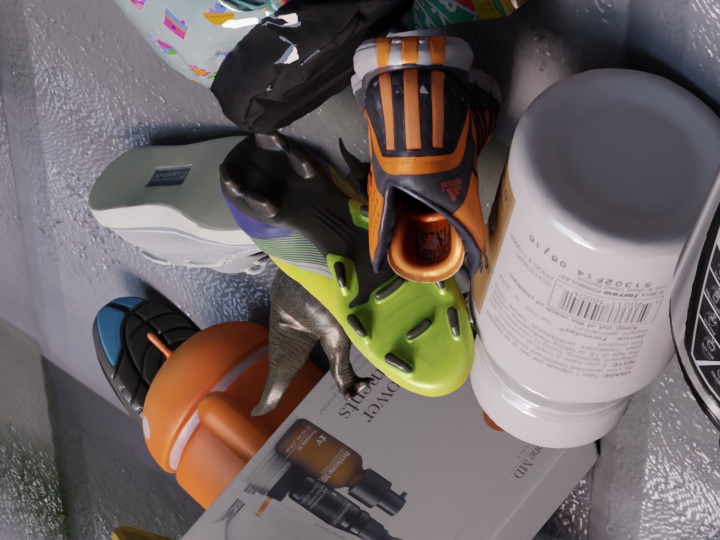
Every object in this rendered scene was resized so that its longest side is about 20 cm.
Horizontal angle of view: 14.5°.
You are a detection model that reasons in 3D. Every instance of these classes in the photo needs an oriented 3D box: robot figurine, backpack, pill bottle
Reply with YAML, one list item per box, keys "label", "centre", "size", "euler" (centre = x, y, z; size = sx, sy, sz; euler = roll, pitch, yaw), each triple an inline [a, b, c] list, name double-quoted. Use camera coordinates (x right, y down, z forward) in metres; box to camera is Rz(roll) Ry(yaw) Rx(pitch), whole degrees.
- label: "robot figurine"
  centre: [-0.055, 0.112, 1.777]
  size: [0.200, 0.144, 0.117]
  euler: [40, 127, 14]
- label: "backpack"
  centre: [-0.072, -0.178, 1.420]
  size: [0.200, 0.126, 0.167]
  euler: [55, 152, 5]
- label: "pill bottle"
  centre: [0.115, 0.001, 1.427]
  size: [0.114, 0.114, 0.200]
  euler: [39, 148, 17]

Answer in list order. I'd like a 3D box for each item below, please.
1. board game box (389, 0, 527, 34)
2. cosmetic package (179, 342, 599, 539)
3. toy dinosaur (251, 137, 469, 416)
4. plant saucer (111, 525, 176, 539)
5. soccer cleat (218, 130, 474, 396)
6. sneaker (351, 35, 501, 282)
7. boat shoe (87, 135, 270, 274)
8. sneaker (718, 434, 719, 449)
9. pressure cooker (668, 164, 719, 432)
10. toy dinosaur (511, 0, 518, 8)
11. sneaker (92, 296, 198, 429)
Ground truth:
- label: "board game box"
  centre: [0.000, -0.169, 1.479]
  size: [0.200, 0.030, 0.096]
  euler: [0, 123, 56]
- label: "cosmetic package"
  centre: [0.017, 0.131, 1.615]
  size: [0.150, 0.200, 0.052]
  euler: [32, 159, 26]
- label: "toy dinosaur"
  centre: [-0.004, 0.006, 1.604]
  size: [0.102, 0.077, 0.200]
  euler: [51, 129, 10]
- label: "plant saucer"
  centre: [-0.040, 0.233, 1.636]
  size: [0.199, 0.049, 0.200]
  euler: [19, -166, -29]
- label: "soccer cleat"
  centre: [0.000, -0.001, 1.493]
  size: [0.200, 0.065, 0.084]
  euler: [45, 175, 33]
- label: "sneaker"
  centre: [0.030, -0.048, 1.423]
  size: [0.077, 0.113, 0.200]
  euler: [-2, 175, 10]
- label: "boat shoe"
  centre: [-0.083, -0.035, 1.711]
  size: [0.200, 0.070, 0.072]
  euler: [5, 147, 49]
- label: "sneaker"
  centre: [0.220, 0.158, 1.397]
  size: [0.200, 0.112, 0.073]
  euler: [40, 177, -35]
- label: "pressure cooker"
  centre: [0.231, -0.018, 1.198]
  size: [0.175, 0.179, 0.200]
  euler: [7, 146, -7]
- label: "toy dinosaur"
  centre: [0.097, -0.196, 1.246]
  size: [0.200, 0.105, 0.182]
  euler: [43, 146, 15]
- label: "sneaker"
  centre: [-0.115, 0.107, 1.892]
  size: [0.200, 0.073, 0.082]
  euler: [51, 152, 0]
